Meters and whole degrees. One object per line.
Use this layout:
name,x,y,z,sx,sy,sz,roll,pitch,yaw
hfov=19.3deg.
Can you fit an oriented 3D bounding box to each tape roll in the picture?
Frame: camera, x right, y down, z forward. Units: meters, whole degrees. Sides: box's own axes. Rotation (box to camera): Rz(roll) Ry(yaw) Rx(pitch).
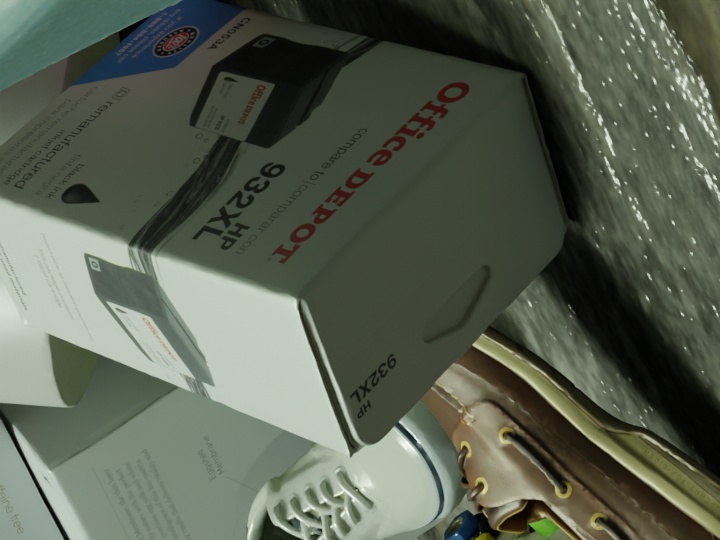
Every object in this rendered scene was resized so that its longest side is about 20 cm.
tape roll,-0.163,-0.037,1.012,0.202,0.070,0.204,4,-90,-87

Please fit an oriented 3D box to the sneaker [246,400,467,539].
sneaker,-0.005,0.114,1.044,0.073,0.071,0.200,49,155,6

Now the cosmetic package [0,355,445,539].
cosmetic package,-0.085,0.103,1.223,0.123,0.200,0.200,37,154,49

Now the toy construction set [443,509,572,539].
toy construction set,0.059,0.164,1.010,0.199,0.131,0.092,-14,125,46

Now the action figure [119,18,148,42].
action figure,-0.138,-0.114,1.149,0.200,0.102,0.119,99,147,-69

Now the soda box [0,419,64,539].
soda box,-0.221,0.106,1.159,0.068,0.063,0.201,35,150,58

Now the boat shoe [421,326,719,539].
boat shoe,0.067,0.073,0.865,0.200,0.068,0.072,34,177,17

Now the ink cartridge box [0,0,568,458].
ink cartridge box,-0.040,-0.026,0.861,0.199,0.145,0.084,18,141,39

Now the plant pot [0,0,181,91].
plant pot,-0.062,-0.193,0.582,0.200,0.196,0.197,-30,94,38
